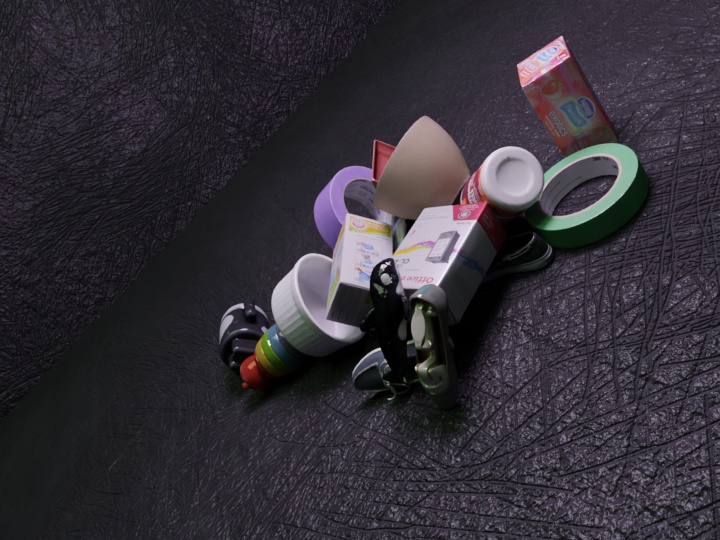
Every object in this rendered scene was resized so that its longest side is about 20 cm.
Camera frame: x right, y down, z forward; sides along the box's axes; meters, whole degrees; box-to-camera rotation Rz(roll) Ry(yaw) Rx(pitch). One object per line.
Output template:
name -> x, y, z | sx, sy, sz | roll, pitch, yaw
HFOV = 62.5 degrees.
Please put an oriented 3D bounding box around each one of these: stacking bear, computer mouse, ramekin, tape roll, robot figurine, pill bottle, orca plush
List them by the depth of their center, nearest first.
orca plush -> 0.029, 0.085, 0.922 | 0.070, 0.202, 0.105 | -8, 25, -14
tape roll -> 0.378, -0.128, 1.006 | 0.200, 0.048, 0.201 | -33, 30, 22
pill bottle -> 0.242, -0.135, 1.062 | 0.110, 0.109, 0.200 | -50, -3, -12
ramekin -> -0.085, 0.076, 1.209 | 0.097, 0.200, 0.201 | -35, 27, 32
computer mouse -> 0.079, -0.047, 1.218 | 0.110, 0.043, 0.202 | 110, 178, -64
stacking bear -> -0.179, 0.184, 1.286 | 0.200, 0.114, 0.122 | -41, 26, 17
tape roll -> 0.000, -0.129, 1.349 | 0.085, 0.199, 0.201 | -38, 22, 50
robot figurine -> -0.280, 0.162, 1.428 | 0.150, 0.125, 0.200 | -37, 28, 8

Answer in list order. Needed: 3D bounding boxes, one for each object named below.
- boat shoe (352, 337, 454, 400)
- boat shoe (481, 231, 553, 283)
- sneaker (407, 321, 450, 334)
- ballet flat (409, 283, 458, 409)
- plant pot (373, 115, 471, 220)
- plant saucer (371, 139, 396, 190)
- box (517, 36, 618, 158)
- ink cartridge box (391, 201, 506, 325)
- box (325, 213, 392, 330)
boat shoe -> 0.067, 0.168, 1.000 | 0.198, 0.075, 0.062 | -21, 23, 23
boat shoe -> 0.239, -0.025, 1.045 | 0.199, 0.057, 0.069 | -16, 38, 43
sneaker -> 0.092, 0.095, 1.077 | 0.090, 0.070, 0.200 | -50, 22, 1
ballet flat -> 0.102, 0.122, 0.882 | 0.067, 0.202, 0.063 | 2, 16, 37
plant pot -> 0.134, -0.175, 1.153 | 0.201, 0.134, 0.201 | -54, -11, -15
plant saucer -> 0.114, -0.210, 1.365 | 0.200, 0.198, 0.037 | -86, 18, -53
box -> 0.378, -0.304, 1.084 | 0.094, 0.200, 0.103 | -28, 30, 29
ink cartridge box -> 0.134, -0.015, 1.001 | 0.147, 0.086, 0.201 | 0, 45, 47
box -> 0.000, 0.000, 1.168 | 0.201, 0.100, 0.113 | -86, 14, -46
